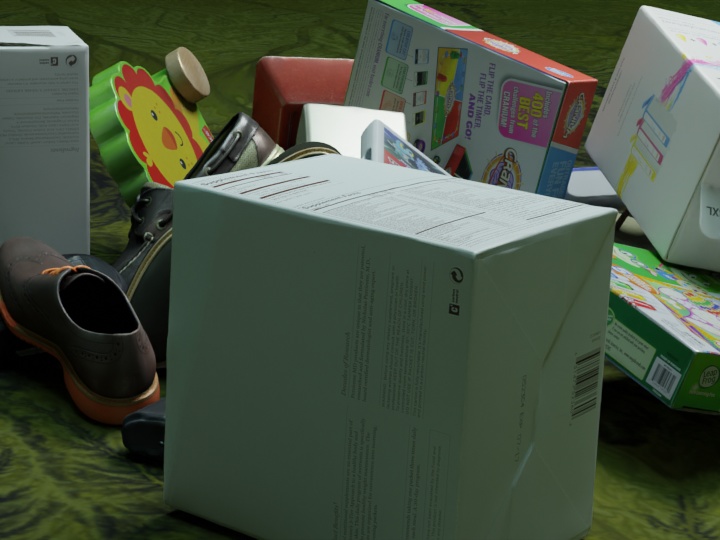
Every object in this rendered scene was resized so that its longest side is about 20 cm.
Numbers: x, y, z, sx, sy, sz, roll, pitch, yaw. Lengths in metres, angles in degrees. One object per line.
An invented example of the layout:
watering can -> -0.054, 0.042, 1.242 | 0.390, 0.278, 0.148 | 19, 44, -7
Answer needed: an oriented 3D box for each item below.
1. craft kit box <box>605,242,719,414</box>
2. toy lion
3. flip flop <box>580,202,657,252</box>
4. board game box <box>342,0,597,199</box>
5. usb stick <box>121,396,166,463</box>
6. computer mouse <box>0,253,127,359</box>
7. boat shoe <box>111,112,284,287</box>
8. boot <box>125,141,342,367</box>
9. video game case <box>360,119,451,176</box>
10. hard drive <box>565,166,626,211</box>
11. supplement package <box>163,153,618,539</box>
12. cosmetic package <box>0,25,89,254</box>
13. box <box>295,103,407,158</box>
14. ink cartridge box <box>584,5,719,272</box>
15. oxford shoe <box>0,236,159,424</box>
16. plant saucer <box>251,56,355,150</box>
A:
craft kit box -> 0.224, 0.040, 1.262 | 0.197, 0.049, 0.200 | 13, 17, -36
toy lion -> -0.148, -0.083, 1.539 | 0.068, 0.200, 0.192 | -26, 19, 18
flip flop -> 0.258, -0.034, 1.466 | 0.199, 0.058, 0.081 | 9, 18, 14
board game box -> 0.073, -0.108, 1.464 | 0.200, 0.154, 0.040 | 29, 25, 34
usb stick -> -0.081, 0.081, 1.222 | 0.055, 0.033, 0.200 | 3, 14, 27
computer mouse -> -0.274, 0.023, 1.344 | 0.199, 0.046, 0.140 | -18, 43, -33
boat shoe -> -0.141, -0.039, 1.424 | 0.200, 0.065, 0.073 | -43, 11, -20
boot -> -0.083, 0.001, 1.252 | 0.077, 0.200, 0.138 | 42, 7, -17
video game case -> 0.079, -0.005, 1.310 | 0.200, 0.023, 0.182 | 37, 22, -16
hard drive -> 0.161, -0.056, 1.617 | 0.131, 0.026, 0.200 | -4, -8, -35
supplement package -> 0.014, 0.050, 1.047 | 0.199, 0.192, 0.147 | 14, 18, 35
cosmetic package -> -0.255, -0.084, 1.477 | 0.081, 0.201, 0.113 | -1, 13, -17
box -> -0.005, -0.027, 1.375 | 0.082, 0.069, 0.201 | 6, 47, -9
ink cartridge box -> 0.269, -0.085, 1.376 | 0.128, 0.126, 0.200 | 9, 28, -21
oxford shoe -> -0.188, 0.019, 1.263 | 0.071, 0.073, 0.200 | -17, 38, -31
plant saucer -> 0.003, -0.096, 1.649 | 0.199, 0.200, 0.037 | 1, 47, -8
